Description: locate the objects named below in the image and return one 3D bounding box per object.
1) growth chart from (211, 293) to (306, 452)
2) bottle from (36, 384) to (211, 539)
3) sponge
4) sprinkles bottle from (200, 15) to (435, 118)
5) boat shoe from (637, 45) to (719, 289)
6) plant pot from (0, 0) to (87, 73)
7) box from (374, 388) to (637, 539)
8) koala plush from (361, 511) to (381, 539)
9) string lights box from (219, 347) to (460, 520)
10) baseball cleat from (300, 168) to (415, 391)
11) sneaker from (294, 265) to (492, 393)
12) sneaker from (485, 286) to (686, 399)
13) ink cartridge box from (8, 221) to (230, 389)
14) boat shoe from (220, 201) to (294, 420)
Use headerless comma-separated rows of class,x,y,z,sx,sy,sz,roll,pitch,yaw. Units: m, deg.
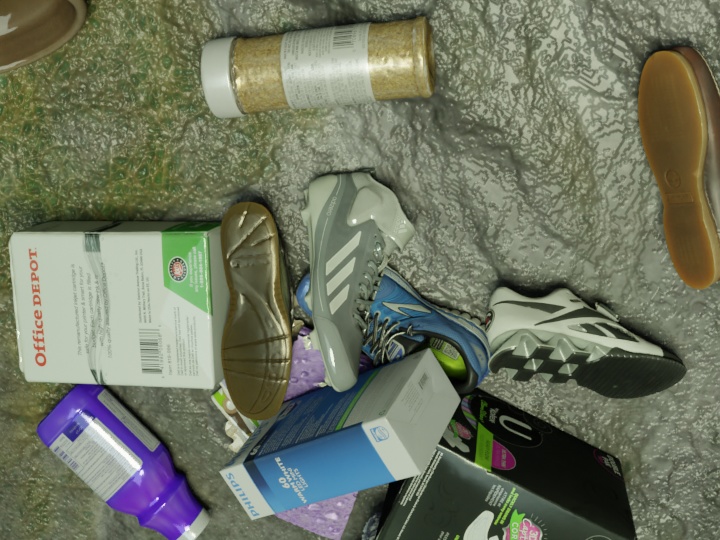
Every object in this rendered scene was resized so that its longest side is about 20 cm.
growth chart,-0.082,0.137,0.943,0.143,0.018,0.203,-22,103,18
bottle,-0.242,0.206,0.972,0.200,0.065,0.083,45,111,-6
sponge,-0.039,0.165,0.921,0.110,0.030,0.203,21,112,2
sprinkles bottle,-0.036,-0.174,0.802,0.196,0.068,0.070,-3,108,12
boat shoe,0.284,-0.089,0.775,0.069,0.070,0.203,-22,110,-22
plant pot,-0.349,-0.276,0.780,0.197,0.200,0.178,-18,88,16
box,0.132,0.213,0.856,0.197,0.149,0.126,27,110,2
koala plush,0.005,0.349,0.935,0.176,0.186,0.199,33,130,-25
string lights box,-0.020,0.144,0.811,0.198,0.103,0.059,-25,105,36
baseball cleat,0.000,0.000,0.809,0.104,0.070,0.204,-11,68,10
sneaker,0.030,0.052,0.854,0.197,0.089,0.080,23,111,5
sneaker,0.203,0.057,0.834,0.197,0.090,0.074,14,139,-19
ink cartridge box,-0.223,0.029,0.892,0.196,0.083,0.150,2,101,11
boat shoe,-0.090,0.036,0.873,0.072,0.065,0.204,3,99,13
